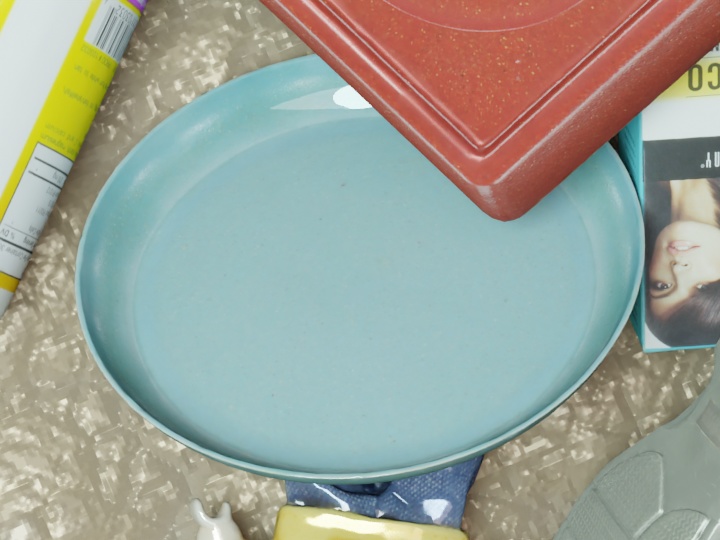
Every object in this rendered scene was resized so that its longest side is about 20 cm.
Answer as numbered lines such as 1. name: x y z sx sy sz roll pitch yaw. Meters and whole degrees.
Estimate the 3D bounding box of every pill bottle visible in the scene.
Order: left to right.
1. pill bottle: -0.156 -0.046 0.924 0.104 0.104 0.200 24 87 0

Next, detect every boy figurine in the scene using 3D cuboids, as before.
1. boy figurine: -0.006 0.115 0.941 0.124 0.064 0.200 15 83 -1

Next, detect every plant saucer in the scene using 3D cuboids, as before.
1. plant saucer: 0.000 0.000 0.916 0.200 0.027 0.200 -3 48 4
2. plant saucer: 0.038 -0.131 0.829 0.200 0.037 0.200 43 122 -8

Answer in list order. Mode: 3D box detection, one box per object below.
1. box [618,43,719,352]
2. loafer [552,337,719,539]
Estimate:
1. box: 0.134 -0.072 0.918 0.082 0.049 0.200 -5 114 -1
2. loafer: 0.136 0.078 0.928 0.063 0.072 0.200 24 113 -29
